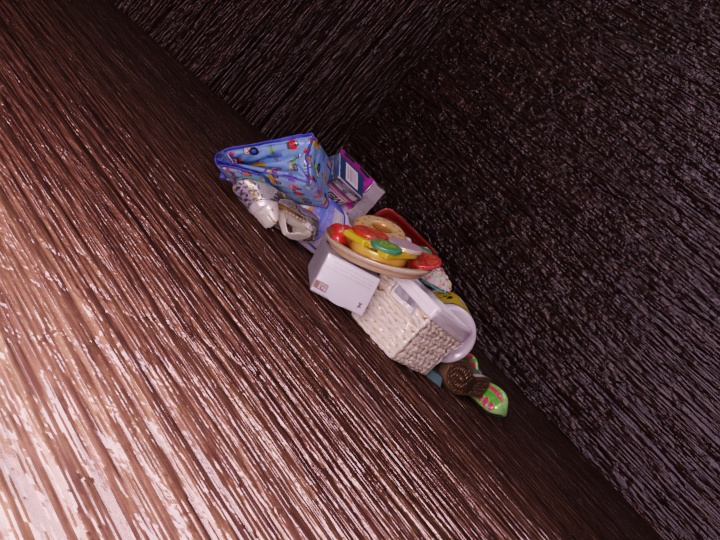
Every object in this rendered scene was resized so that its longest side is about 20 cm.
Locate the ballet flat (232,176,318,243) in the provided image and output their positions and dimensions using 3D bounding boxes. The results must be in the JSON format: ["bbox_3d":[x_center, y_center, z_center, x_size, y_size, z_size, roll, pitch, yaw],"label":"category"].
[{"bbox_3d":[-0.147,-0.101,1.466,0.199,0.073,0.072,28,14,-42],"label":"ballet flat"}]

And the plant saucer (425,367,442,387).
[{"bbox_3d":[0.099,0.154,1.618,0.070,0.019,0.200,41,5,-39],"label":"plant saucer"}]

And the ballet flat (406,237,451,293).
[{"bbox_3d":[0.093,-0.025,1.538,0.197,0.065,0.076,26,14,-1],"label":"ballet flat"}]

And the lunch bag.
[{"bbox_3d":[-0.164,-0.181,1.482,0.196,0.096,0.151,2,-13,12],"label":"lunch bag"}]

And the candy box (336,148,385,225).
[{"bbox_3d":[-0.058,-0.149,1.807,0.137,0.200,0.061,47,8,35],"label":"candy box"}]

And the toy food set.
[{"bbox_3d":[0.037,-0.040,1.351,0.196,0.049,0.198,30,18,34],"label":"toy food set"}]

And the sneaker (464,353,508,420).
[{"bbox_3d":[0.261,0.263,1.815,0.201,0.076,0.084,54,-6,47],"label":"sneaker"}]

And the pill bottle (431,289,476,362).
[{"bbox_3d":[0.168,0.105,1.643,0.114,0.114,0.200,42,7,-6],"label":"pill bottle"}]

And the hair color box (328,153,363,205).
[{"bbox_3d":[-0.102,-0.170,1.701,0.100,0.197,0.062,37,47,-50],"label":"hair color box"}]

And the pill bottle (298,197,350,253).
[{"bbox_3d":[-0.092,-0.100,1.644,0.112,0.112,0.200,47,6,40],"label":"pill bottle"}]

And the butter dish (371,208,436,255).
[{"bbox_3d":[0.053,-0.005,1.851,0.199,0.198,0.149,40,29,-31],"label":"butter dish"}]

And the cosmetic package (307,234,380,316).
[{"bbox_3d":[-0.032,0.004,1.383,0.100,0.075,0.200,27,6,-11],"label":"cosmetic package"}]

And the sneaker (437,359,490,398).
[{"bbox_3d":[0.191,0.211,1.687,0.089,0.068,0.199,29,-1,37],"label":"sneaker"}]

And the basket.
[{"bbox_3d":[0.090,0.092,1.446,0.136,0.124,0.200,45,6,29],"label":"basket"}]
